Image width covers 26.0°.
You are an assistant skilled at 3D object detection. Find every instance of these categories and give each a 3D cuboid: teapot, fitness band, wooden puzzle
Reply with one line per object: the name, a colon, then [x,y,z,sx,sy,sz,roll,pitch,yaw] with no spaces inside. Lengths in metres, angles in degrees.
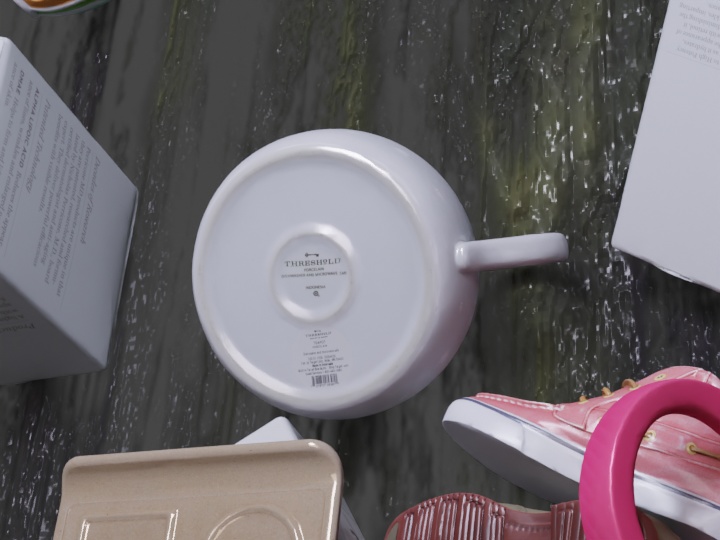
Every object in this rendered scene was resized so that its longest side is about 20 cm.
teapot: [0.000,0.000,1.019,0.200,0.146,0.198,40,106,16]
fitness band: [0.194,0.151,0.826,0.143,0.037,0.200,-29,90,-31]
wooden puzzle: [-0.098,0.202,0.884,0.185,0.046,0.200,-7,62,22]

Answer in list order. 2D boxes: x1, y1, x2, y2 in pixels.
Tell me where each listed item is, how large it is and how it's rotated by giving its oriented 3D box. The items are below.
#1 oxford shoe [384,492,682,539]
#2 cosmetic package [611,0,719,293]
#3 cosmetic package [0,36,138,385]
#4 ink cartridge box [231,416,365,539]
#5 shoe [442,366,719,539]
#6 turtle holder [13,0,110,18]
oxford shoe: [0.099,0.172,0.910,0.200,0.075,0.071,-5,68,43]
cosmetic package: [0.230,-0.094,0.946,0.102,0.200,0.074,28,29,34]
cosmetic package: [-0.285,-0.033,1.122,0.165,0.200,0.165,-6,58,20]
ink cartridge box: [-0.055,0.213,0.934,0.144,0.084,0.200,-32,51,2]
shoe: [0.154,0.097,0.932,0.200,0.072,0.091,20,67,27]
turtle holder: [-0.256,-0.293,1.318,0.132,0.141,0.186,-41,55,7]
